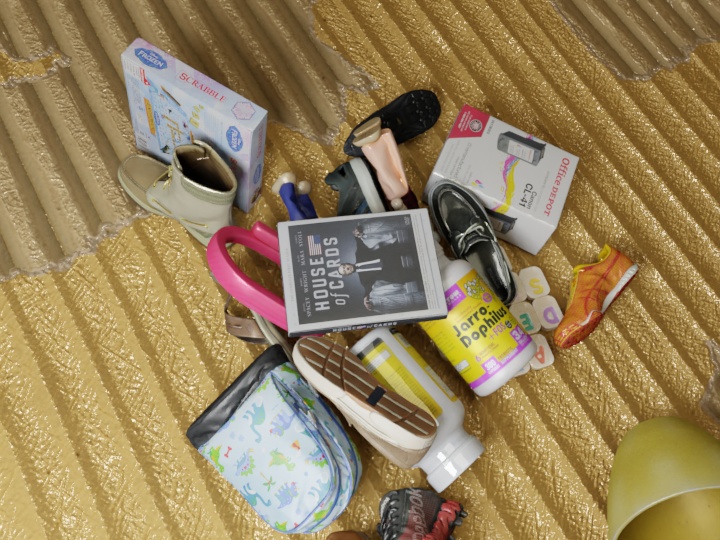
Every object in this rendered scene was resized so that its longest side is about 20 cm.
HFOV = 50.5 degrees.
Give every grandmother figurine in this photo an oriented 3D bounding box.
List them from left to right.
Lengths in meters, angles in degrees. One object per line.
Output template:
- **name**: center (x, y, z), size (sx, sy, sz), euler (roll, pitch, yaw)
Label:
- **grandmother figurine**: center (0.056, -0.111, 1.078), size (0.060, 0.201, 0.122), euler (-21, 26, 22)

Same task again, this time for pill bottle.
- **pill bottle**: center (0.061, 0.175, 0.962), size (0.112, 0.112, 0.200), euler (-36, 75, -23)
- **pill bottle**: center (0.135, 0.059, 1.012), size (0.104, 0.104, 0.201), euler (-37, 83, -23)

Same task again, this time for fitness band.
- **fitness band**: center (-0.110, 0.010, 1.001), size (0.199, 0.037, 0.144), euler (32, 31, -19)

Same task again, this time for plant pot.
- **plant pot**: center (0.391, 0.270, 0.950), size (0.197, 0.202, 0.143), euler (6, 38, -7)

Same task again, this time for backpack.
- **backpack**: center (-0.091, 0.215, 0.905), size (0.163, 0.154, 0.200), euler (-43, 93, 2)

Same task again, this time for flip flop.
- **flip flop**: center (-0.142, 0.078, 1.001), size (0.057, 0.081, 0.201), euler (-35, 80, -8)

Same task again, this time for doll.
- **doll**: center (-0.060, -0.043, 1.046), size (0.048, 0.136, 0.201), euler (-38, 62, 17)

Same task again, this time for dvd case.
- **dvd case**: center (0.000, 0.000, 0.957), size (0.197, 0.025, 0.152), euler (-6, 66, -7)

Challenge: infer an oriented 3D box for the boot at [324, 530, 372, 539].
- **boot**: center (0.024, 0.372, 0.829), size (0.076, 0.155, 0.201), euler (-36, 72, 4)

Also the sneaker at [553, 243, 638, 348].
- **sneaker**: center (0.326, 0.039, 1.106), size (0.077, 0.073, 0.200), euler (36, 54, 16)

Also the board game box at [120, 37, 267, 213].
- **board game box**: center (-0.223, -0.190, 1.039), size (0.198, 0.201, 0.041), euler (31, 63, 5)

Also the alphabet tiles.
- **alphabet tiles**: center (0.190, 0.059, 1.096), size (0.197, 0.015, 0.198), euler (-14, 68, -16)

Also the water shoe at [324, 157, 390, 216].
- **water shoe**: center (0.008, -0.062, 1.104), size (0.078, 0.071, 0.202), euler (-23, 72, 13)

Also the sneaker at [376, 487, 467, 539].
- **sneaker**: center (0.053, 0.305, 0.878), size (0.097, 0.200, 0.072), euler (26, 104, 17)

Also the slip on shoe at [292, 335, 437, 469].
- **slip on shoe**: center (-0.003, 0.154, 0.894), size (0.199, 0.061, 0.076), euler (32, 32, 14)

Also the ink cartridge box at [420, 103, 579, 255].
- **ink cartridge box**: center (0.212, -0.139, 1.156), size (0.198, 0.086, 0.149), euler (24, 63, 4)

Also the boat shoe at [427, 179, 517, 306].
- **boat shoe**: center (0.161, -0.041, 1.063), size (0.072, 0.071, 0.201), euler (-34, 86, 7)

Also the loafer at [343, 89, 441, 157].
- **loafer**: center (0.050, -0.227, 1.179), size (0.200, 0.070, 0.069), euler (-36, 106, -38)

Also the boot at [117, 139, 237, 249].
- **boot**: center (-0.247, -0.125, 1.027), size (0.199, 0.155, 0.072), euler (34, 63, 7)
